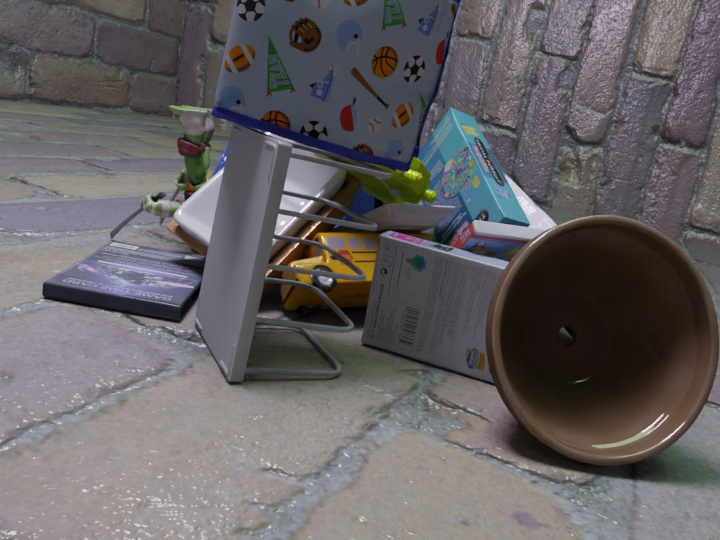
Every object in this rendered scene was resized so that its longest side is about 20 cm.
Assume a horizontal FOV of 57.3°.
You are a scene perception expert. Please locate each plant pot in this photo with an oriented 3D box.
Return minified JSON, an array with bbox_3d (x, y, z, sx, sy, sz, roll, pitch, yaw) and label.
[{"bbox_3d":[0.199,0.060,0.582,0.195,0.207,0.093,10,-6,-4],"label":"plant pot"}]

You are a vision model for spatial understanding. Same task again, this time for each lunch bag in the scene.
[{"bbox_3d":[-0.020,-0.195,0.594,0.195,0.174,0.124,13,15,-14],"label":"lunch bag"}]

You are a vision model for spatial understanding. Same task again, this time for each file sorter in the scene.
[{"bbox_3d":[-0.066,-0.016,0.621,0.122,0.205,0.138,8,13,-29],"label":"file sorter"}]

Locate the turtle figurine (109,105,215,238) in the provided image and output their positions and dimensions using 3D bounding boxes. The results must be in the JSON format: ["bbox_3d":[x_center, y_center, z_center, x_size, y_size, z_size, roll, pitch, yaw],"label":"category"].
[{"bbox_3d":[-0.266,-0.132,0.929,0.196,0.199,0.143,16,16,31],"label":"turtle figurine"}]

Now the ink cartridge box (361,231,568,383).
[{"bbox_3d":[0.105,0.042,0.687,0.195,0.123,0.042,16,16,16],"label":"ink cartridge box"}]

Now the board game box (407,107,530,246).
[{"bbox_3d":[0.122,-0.084,0.858,0.046,0.152,0.203,10,45,-31],"label":"board game box"}]

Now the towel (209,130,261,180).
[{"bbox_3d":[-0.111,-0.098,0.911,0.197,0.148,0.024,31,-22,-19],"label":"towel"}]

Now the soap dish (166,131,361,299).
[{"bbox_3d":[-0.115,-0.071,0.817,0.156,0.082,0.200,31,63,26],"label":"soap dish"}]

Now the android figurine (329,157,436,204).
[{"bbox_3d":[0.008,-0.134,0.804,0.198,0.042,0.182,30,-5,32],"label":"android figurine"}]

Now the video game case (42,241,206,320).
[{"bbox_3d":[-0.251,0.006,0.756,0.139,0.019,0.200,10,15,-4],"label":"video game case"}]

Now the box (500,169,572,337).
[{"bbox_3d":[0.236,-0.019,0.875,0.201,0.043,0.161,55,-2,36],"label":"box"}]

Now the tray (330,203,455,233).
[{"bbox_3d":[0.025,-0.051,0.856,0.105,0.023,0.199,0,-9,-32],"label":"tray"}]

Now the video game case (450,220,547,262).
[{"bbox_3d":[0.142,0.011,0.774,0.139,0.201,0.018,5,58,-23],"label":"video game case"}]

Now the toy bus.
[{"bbox_3d":[0.000,0.000,0.791,0.195,0.065,0.080,-2,61,-29],"label":"toy bus"}]

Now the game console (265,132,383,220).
[{"bbox_3d":[-0.061,-0.103,1.012,0.168,0.204,0.120,-7,41,-12],"label":"game console"}]
